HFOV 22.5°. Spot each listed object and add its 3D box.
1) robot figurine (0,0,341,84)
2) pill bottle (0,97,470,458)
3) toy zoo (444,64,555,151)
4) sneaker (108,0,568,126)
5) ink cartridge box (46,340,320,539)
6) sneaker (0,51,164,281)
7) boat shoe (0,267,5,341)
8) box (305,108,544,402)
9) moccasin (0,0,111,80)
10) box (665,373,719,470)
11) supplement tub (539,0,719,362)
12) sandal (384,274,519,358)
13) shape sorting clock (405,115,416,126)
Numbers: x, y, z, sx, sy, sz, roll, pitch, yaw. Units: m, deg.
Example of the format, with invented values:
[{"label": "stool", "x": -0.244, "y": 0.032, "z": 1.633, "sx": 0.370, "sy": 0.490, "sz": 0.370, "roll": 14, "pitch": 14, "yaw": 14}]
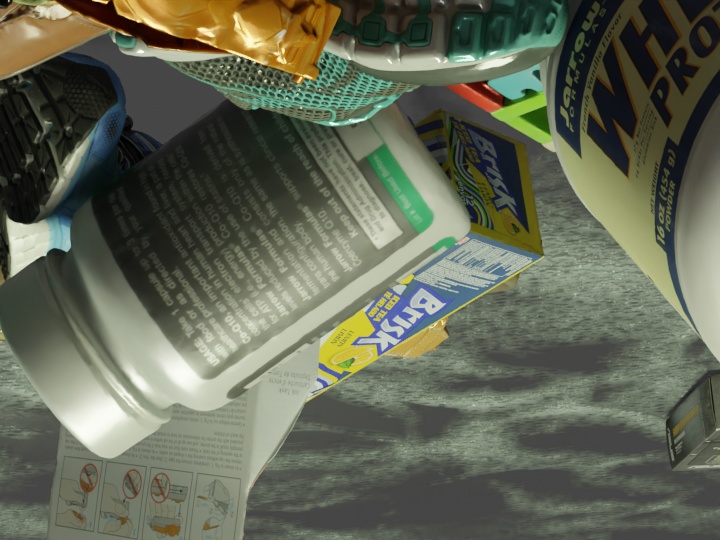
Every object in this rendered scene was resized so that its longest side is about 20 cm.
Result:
[{"label": "robot figurine", "x": -0.082, "y": -0.137, "z": 0.562, "sx": 0.199, "sy": 0.058, "sz": 0.146, "roll": 19, "pitch": 109, "yaw": -30}, {"label": "pill bottle", "x": -0.059, "y": -0.010, "z": 0.820, "sx": 0.199, "sy": 0.114, "sz": 0.113, "roll": -35, "pitch": 157, "yaw": 4}, {"label": "toy zoo", "x": 0.067, "y": -0.113, "z": 0.755, "sx": 0.199, "sy": 0.021, "sz": 0.131, "roll": 26, "pitch": 150, "yaw": -37}, {"label": "sneaker", "x": 0.000, "y": -0.095, "z": 0.701, "sx": 0.199, "sy": 0.078, "sz": 0.091, "roll": 8, "pitch": 161, "yaw": 37}, {"label": "ink cartridge box", "x": -0.092, "y": 0.075, "z": 0.937, "sx": 0.160, "sy": 0.202, "sz": 0.050, "roll": 0, "pitch": 175, "yaw": 45}, {"label": "sneaker", "x": -0.135, "y": -0.059, "z": 0.879, "sx": 0.089, "sy": 0.079, "sz": 0.200, "roll": -17, "pitch": 170, "yaw": -20}, {"label": "boat shoe", "x": -0.209, "y": 0.002, "z": 1.045, "sx": 0.198, "sy": 0.072, "sz": 0.065, "roll": 16, "pitch": 120, "yaw": -27}, {"label": "box", "x": 0.000, "y": 0.000, "z": 0.940, "sx": 0.064, "sy": 0.071, "sz": 0.199, "roll": 19, "pitch": 142, "yaw": -39}, {"label": "moccasin", "x": -0.113, "y": -0.119, "z": 0.661, "sx": 0.199, "sy": 0.074, "sz": 0.078, "roll": -10, "pitch": 158, "yaw": 19}, {"label": "box", "x": 0.370, "y": 0.126, "z": 1.521, "sx": 0.198, "sy": 0.049, "sz": 0.159, "roll": -2, "pitch": 161, "yaw": -4}, {"label": "supplement tub", "x": 0.147, "y": -0.052, "z": 0.624, "sx": 0.143, "sy": 0.146, "sz": 0.200, "roll": 2, "pitch": -157, "yaw": -14}, {"label": "sandal", "x": 0.012, "y": 0.028, "z": 1.048, "sx": 0.199, "sy": 0.055, "sz": 0.080, "roll": -18, "pitch": 161, "yaw": 38}, {"label": "shape sorting clock", "x": -0.022, "y": -0.034, "z": 0.991, "sx": 0.198, "sy": 0.040, "sz": 0.200, "roll": -3, "pitch": 162, "yaw": -1}]
